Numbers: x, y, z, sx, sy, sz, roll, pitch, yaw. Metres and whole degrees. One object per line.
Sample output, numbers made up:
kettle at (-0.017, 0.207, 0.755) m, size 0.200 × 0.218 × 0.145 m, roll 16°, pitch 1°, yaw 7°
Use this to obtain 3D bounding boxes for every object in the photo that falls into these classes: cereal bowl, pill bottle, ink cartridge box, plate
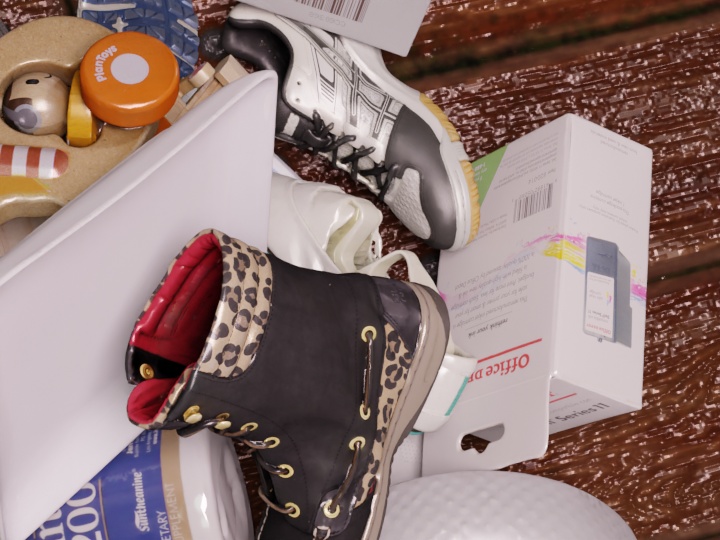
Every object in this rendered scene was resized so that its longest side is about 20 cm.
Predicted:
cereal bowl at (0.062, 0.202, 0.839) m, size 0.200 × 0.200 × 0.083 m, roll 4°, pitch 43°, yaw -8°
pill bottle at (-0.166, 0.148, 0.847) m, size 0.200 × 0.111 × 0.111 m, roll -13°, pitch 87°, yaw 4°
ink cartridge box at (0.099, 0.027, 0.867) m, size 0.067 × 0.117 × 0.200 m, roll 21°, pitch 63°, yaw -29°
plate at (-0.118, 0.017, 0.743) m, size 0.032 × 0.200 × 0.200 m, roll 33°, pitch 56°, yaw 19°

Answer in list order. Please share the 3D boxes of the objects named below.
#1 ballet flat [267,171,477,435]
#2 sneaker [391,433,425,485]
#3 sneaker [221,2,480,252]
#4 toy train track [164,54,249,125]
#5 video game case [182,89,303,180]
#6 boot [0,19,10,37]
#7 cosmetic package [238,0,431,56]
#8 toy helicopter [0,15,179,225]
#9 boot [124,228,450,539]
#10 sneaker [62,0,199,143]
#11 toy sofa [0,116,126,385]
ballet flat at (0.000, 0.000, 0.863) m, size 0.069 × 0.069 × 0.200 m, roll -32°, pitch 65°, yaw -9°
sneaker at (-0.019, 0.115, 0.891) m, size 0.200 × 0.074 × 0.116 m, roll 43°, pitch 80°, yaw -11°
sneaker at (-0.010, -0.084, 0.896) m, size 0.088 × 0.076 × 0.200 m, roll -24°, pitch 68°, yaw -28°
toy train track at (-0.105, -0.049, 0.807) m, size 0.115 × 0.033 × 0.200 m, roll 46°, pitch 51°, yaw -18°
video game case at (-0.129, -0.007, 0.918) m, size 0.182 × 0.022 × 0.200 m, roll 43°, pitch 80°, yaw -3°
boot at (-0.250, -0.069, 0.875) m, size 0.174 × 0.069 × 0.200 m, roll -28°, pitch 80°, yaw -10°
cosmetic package at (0.007, -0.237, 0.892) m, size 0.113 × 0.081 × 0.200 m, roll 16°, pitch 62°, yaw -6°
toy helicopter at (-0.183, -0.048, 0.728) m, size 0.132 × 0.079 × 0.200 m, roll 30°, pitch 62°, yaw 9°
boot at (-0.050, 0.082, 0.756) m, size 0.151 × 0.073 × 0.200 m, roll 22°, pitch 95°, yaw -41°
sneaker at (-0.145, -0.088, 0.871) m, size 0.077 × 0.085 × 0.200 m, roll 16°, pitch 63°, yaw -37°
toy sofa at (-0.202, -0.012, 0.818) m, size 0.098 × 0.083 × 0.200 m, roll -20°, pitch 99°, yaw -32°
